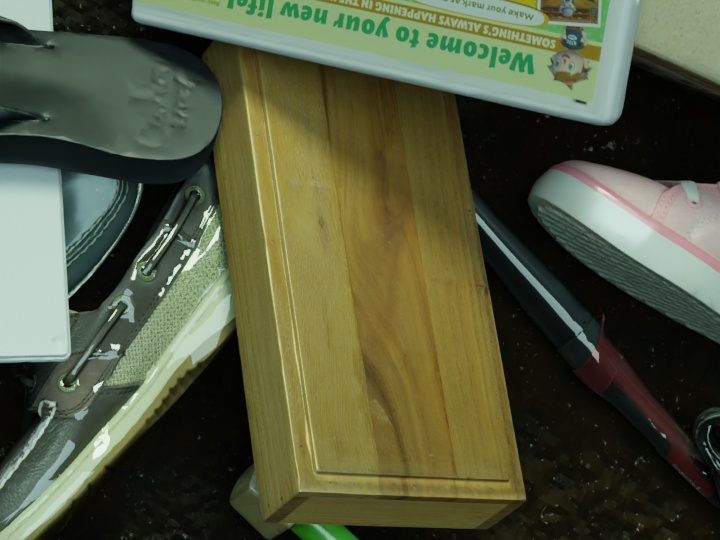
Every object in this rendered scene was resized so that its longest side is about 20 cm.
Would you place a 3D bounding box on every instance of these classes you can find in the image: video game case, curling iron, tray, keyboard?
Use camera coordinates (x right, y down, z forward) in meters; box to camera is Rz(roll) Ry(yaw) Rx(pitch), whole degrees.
[{"bbox_3d":[0.017,-0.163,0.991,0.200,0.022,0.182,14,105,20],"label":"video game case"},{"bbox_3d":[0.104,0.028,1.114,0.200,0.026,0.050,43,117,0],"label":"curling iron"},{"bbox_3d":[0.000,0.000,1.045,0.098,0.037,0.200,5,64,-28],"label":"tray"},{"bbox_3d":[-0.146,-0.053,1.044,0.056,0.011,0.200,2,60,-15],"label":"keyboard"}]

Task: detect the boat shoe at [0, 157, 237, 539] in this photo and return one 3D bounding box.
[{"bbox_3d":[-0.105,0.040,1.062,0.065,0.073,0.200,41,71,0],"label":"boat shoe"}]

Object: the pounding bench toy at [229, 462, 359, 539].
[{"bbox_3d":[0.004,0.181,1.040,0.156,0.124,0.200,18,83,-9],"label":"pounding bench toy"}]

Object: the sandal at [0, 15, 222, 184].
[{"bbox_3d":[-0.152,-0.074,1.021,0.200,0.043,0.076,-1,60,-14],"label":"sandal"}]

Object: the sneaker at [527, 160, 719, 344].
[{"bbox_3d":[0.168,-0.020,1.103,0.200,0.075,0.105,28,84,-18],"label":"sneaker"}]

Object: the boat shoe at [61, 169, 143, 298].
[{"bbox_3d":[-0.172,0.004,1.051,0.200,0.062,0.073,-29,92,-10],"label":"boat shoe"}]

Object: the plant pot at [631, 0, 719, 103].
[{"bbox_3d":[0.161,-0.157,1.063,0.200,0.200,0.177,22,94,-8],"label":"plant pot"}]
